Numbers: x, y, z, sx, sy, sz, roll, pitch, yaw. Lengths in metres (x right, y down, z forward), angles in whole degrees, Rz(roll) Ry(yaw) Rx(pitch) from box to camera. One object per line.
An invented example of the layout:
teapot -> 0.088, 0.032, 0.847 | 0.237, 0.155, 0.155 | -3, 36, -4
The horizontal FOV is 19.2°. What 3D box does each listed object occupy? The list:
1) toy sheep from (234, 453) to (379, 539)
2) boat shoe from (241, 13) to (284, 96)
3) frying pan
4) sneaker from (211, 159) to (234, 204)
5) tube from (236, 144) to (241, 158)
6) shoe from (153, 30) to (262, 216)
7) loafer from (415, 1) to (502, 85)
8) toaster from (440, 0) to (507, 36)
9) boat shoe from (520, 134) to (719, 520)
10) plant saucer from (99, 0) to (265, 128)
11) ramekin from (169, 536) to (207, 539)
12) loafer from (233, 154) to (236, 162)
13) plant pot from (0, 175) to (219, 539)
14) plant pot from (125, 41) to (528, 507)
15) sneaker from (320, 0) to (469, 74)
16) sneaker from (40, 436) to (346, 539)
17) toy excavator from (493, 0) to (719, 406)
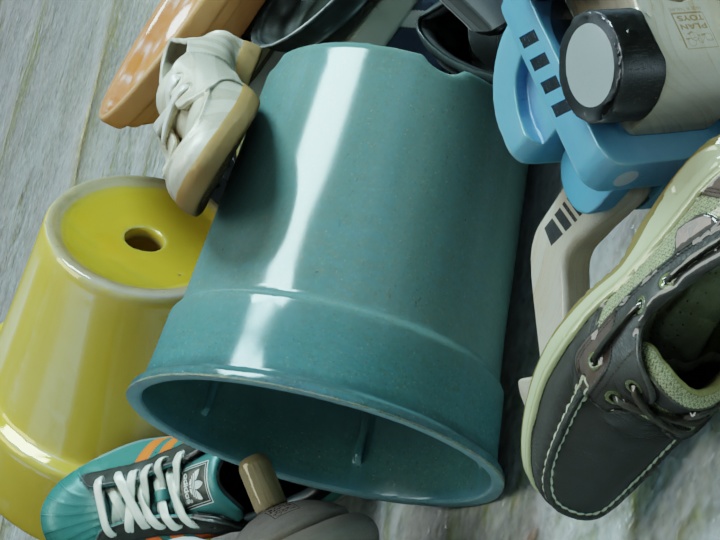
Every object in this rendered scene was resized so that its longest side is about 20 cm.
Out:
toy sheep -> -0.020, 0.190, 1.109 | 0.201, 0.137, 0.138 | 60, 145, 10
boat shoe -> -0.032, -0.168, 1.360 | 0.074, 0.068, 0.201 | -18, 36, 43
frying pan -> 0.008, -0.195, 1.212 | 0.190, 0.031, 0.115 | -48, 22, -2
sneaker -> -0.103, -0.034, 1.529 | 0.088, 0.075, 0.201 | 120, 153, -50
tube -> -0.050, 0.000, 1.313 | 0.058, 0.052, 0.202 | -8, 91, 26
shoe -> -0.088, -0.083, 1.118 | 0.070, 0.053, 0.200 | -62, 9, 18
loafer -> 0.089, -0.119, 1.094 | 0.200, 0.070, 0.069 | -167, 90, -68
toaster -> 0.080, -0.232, 1.034 | 0.199, 0.118, 0.182 | -30, 45, 29
boat shoe -> 0.130, 0.034, 0.906 | 0.202, 0.071, 0.066 | -61, 21, 26
plant saucer -> -0.092, -0.167, 1.312 | 0.200, 0.037, 0.200 | -51, 14, 18
ramekin -> -0.094, 0.244, 1.202 | 0.094, 0.203, 0.203 | -27, 40, 11
loafer -> -0.026, -0.089, 1.345 | 0.200, 0.073, 0.072 | 25, 130, 59
plant pot -> -0.150, 0.051, 1.378 | 0.201, 0.199, 0.190 | -106, 24, -51
plant pot -> 0.000, 0.000, 1.115 | 0.200, 0.199, 0.197 | -25, 46, 63
sneaker -> 0.053, -0.157, 1.222 | 0.200, 0.084, 0.075 | -51, 22, -1
sneaker -> -0.100, 0.126, 1.253 | 0.080, 0.199, 0.072 | 42, -146, -79
toy excavator -> 0.110, -0.050, 0.970 | 0.200, 0.099, 0.195 | -54, 51, 51
